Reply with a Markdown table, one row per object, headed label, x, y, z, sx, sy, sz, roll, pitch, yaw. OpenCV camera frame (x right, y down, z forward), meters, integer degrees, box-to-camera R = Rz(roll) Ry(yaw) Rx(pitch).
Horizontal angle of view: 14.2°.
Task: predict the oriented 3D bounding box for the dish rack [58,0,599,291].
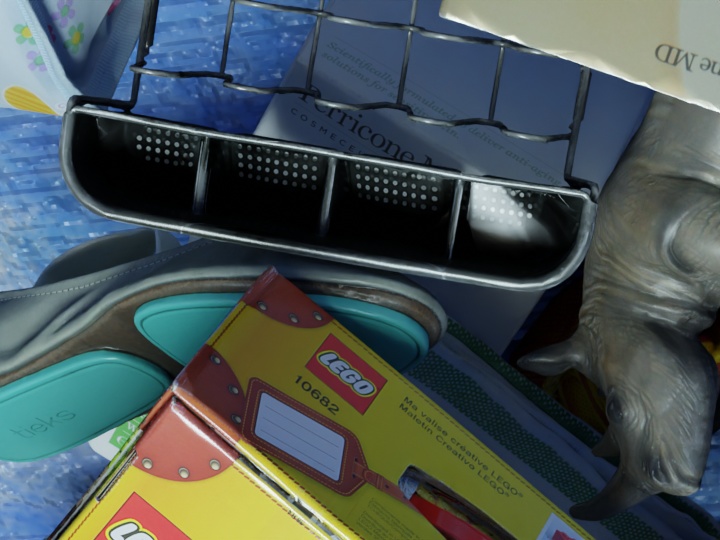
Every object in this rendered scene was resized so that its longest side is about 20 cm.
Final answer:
| label | x | y | z | sx | sy | sz | roll | pitch | yaw |
| --- | --- | --- | --- | --- | --- | --- | --- | --- | --- |
| dish rack | 0.005 | -0.104 | 0.819 | 0.153 | 0.055 | 0.201 | 10 | 96 | 7 |

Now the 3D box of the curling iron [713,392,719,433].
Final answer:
| label | x | y | z | sx | sy | sz | roll | pitch | yaw |
| --- | --- | --- | --- | --- | --- | --- | --- | --- | --- |
| curling iron | 0.142 | 0.033 | 0.959 | 0.050 | 0.026 | 0.200 | 42 | 131 | -11 |

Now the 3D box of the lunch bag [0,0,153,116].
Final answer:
| label | x | y | z | sx | sy | sz | roll | pitch | yaw |
| --- | --- | --- | --- | --- | --- | --- | --- | --- | --- |
| lunch bag | -0.152 | -0.154 | 0.846 | 0.169 | 0.127 | 0.200 | 5 | 141 | 28 |

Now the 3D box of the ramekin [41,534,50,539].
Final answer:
| label | x | y | z | sx | sy | sz | roll | pitch | yaw |
| --- | --- | --- | --- | --- | --- | --- | --- | --- | --- |
| ramekin | -0.051 | 0.160 | 1.035 | 0.199 | 0.200 | 0.098 | 2 | 122 | 20 |

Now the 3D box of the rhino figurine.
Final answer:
| label | x | y | z | sx | sy | sz | roll | pitch | yaw |
| --- | --- | --- | --- | --- | --- | --- | --- | --- | --- |
| rhino figurine | 0.106 | -0.017 | 0.825 | 0.087 | 0.060 | 0.201 | 33 | 102 | 39 |

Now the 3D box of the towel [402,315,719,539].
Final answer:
| label | x | y | z | sx | sy | sz | roll | pitch | yaw |
| --- | --- | --- | --- | --- | --- | --- | --- | --- | --- |
| towel | 0.005 | 0.122 | 0.912 | 0.149 | 0.031 | 0.200 | 37 | 101 | -20 |

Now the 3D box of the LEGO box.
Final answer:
| label | x | y | z | sx | sy | sz | roll | pitch | yaw |
| --- | --- | --- | --- | --- | --- | --- | --- | --- | --- |
| LEGO box | -0.001 | 0.124 | 0.817 | 0.200 | 0.077 | 0.149 | 40 | 123 | -1 |

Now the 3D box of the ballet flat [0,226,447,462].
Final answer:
| label | x | y | z | sx | sy | sz | roll | pitch | yaw |
| --- | --- | --- | --- | --- | --- | --- | --- | --- | --- |
| ballet flat | -0.055 | 0.009 | 0.883 | 0.199 | 0.064 | 0.067 | -16 | 141 | 39 |

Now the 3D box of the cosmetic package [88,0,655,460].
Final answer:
| label | x | y | z | sx | sy | sz | roll | pitch | yaw |
| --- | --- | --- | --- | --- | --- | --- | --- | --- | --- |
| cosmetic package | 0.000 | 0.000 | 0.950 | 0.107 | 0.085 | 0.200 | 30 | 134 | 0 |

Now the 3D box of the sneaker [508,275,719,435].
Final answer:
| label | x | y | z | sx | sy | sz | roll | pitch | yaw |
| --- | --- | --- | --- | --- | --- | --- | --- | --- | --- |
| sneaker | 0.087 | 0.022 | 0.929 | 0.073 | 0.077 | 0.200 | 49 | 130 | 16 |

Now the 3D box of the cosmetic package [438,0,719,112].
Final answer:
| label | x | y | z | sx | sy | sz | roll | pitch | yaw |
| --- | --- | --- | --- | --- | --- | --- | --- | --- | --- |
| cosmetic package | 0.099 | -0.144 | 0.733 | 0.105 | 0.071 | 0.201 | 18 | 101 | 5 |
